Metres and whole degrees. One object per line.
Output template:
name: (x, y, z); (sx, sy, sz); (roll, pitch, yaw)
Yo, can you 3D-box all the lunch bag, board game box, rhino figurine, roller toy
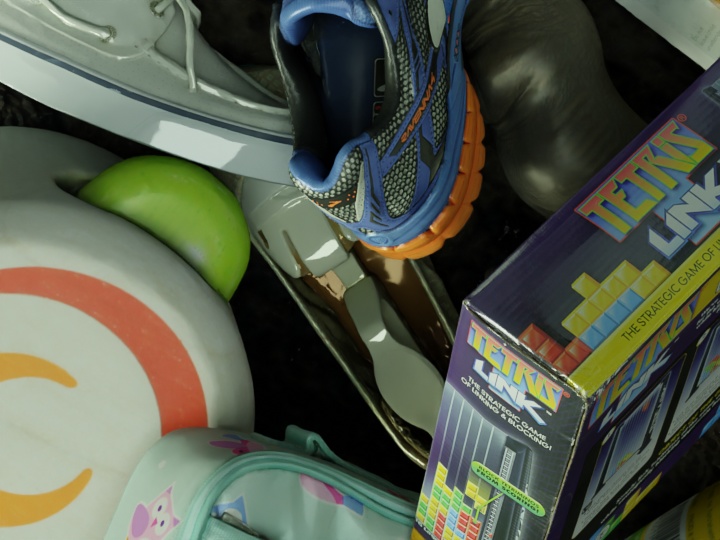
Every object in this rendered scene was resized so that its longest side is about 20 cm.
lunch bag: (-0.014, 0.150, 0.901); (0.199, 0.077, 0.161); (24, 90, -30)
board game box: (0.107, 0.012, 0.843); (0.057, 0.200, 0.166); (37, 149, 20)
rhino figurine: (0.062, -0.070, 0.955); (0.087, 0.060, 0.200); (-30, 91, 23)
roller toy: (-0.142, 0.041, 0.953); (0.199, 0.140, 0.183); (-8, 111, -9)

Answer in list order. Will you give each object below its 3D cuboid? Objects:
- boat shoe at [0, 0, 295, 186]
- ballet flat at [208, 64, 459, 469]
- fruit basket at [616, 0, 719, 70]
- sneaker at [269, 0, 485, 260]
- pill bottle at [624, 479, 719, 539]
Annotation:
boat shoe: (-0.096, -0.104, 0.935); (0.201, 0.075, 0.086); (25, 100, 12)
ballet flat: (0.000, 0.000, 0.981); (0.067, 0.062, 0.200); (-33, 105, 12)
fruit basket: (0.153, -0.167, 0.889); (0.200, 0.094, 0.186); (39, 113, 12)
sneaker: (0.004, -0.107, 0.898); (0.075, 0.078, 0.201); (-13, 76, 31)
pill bottle: (0.207, 0.114, 0.967); (0.200, 0.111, 0.111); (-36, 106, 29)
